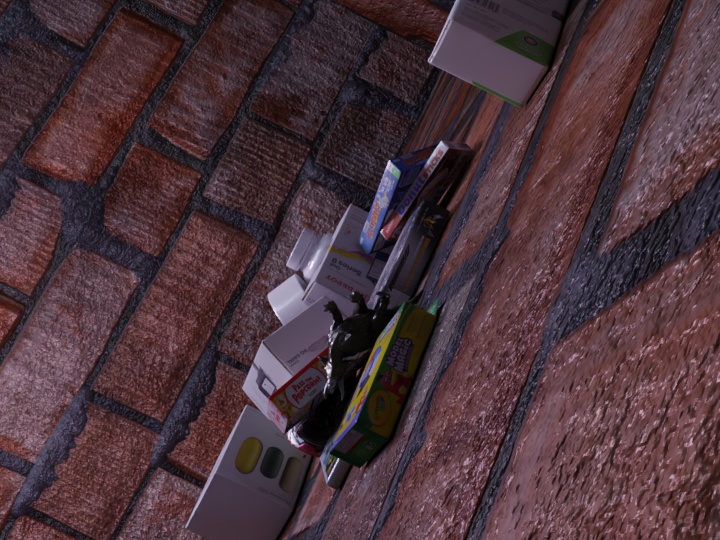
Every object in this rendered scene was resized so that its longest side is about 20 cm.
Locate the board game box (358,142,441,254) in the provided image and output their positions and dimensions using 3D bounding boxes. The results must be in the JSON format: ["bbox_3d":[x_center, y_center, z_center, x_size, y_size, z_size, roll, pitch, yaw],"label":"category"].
[{"bbox_3d":[0.080,-0.125,1.704,0.135,0.034,0.200,-22,-31,-36],"label":"board game box"}]

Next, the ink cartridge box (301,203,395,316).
[{"bbox_3d":[0.000,0.000,1.777,0.200,0.145,0.088,-65,5,-35],"label":"ink cartridge box"}]

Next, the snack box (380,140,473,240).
[{"bbox_3d":[0.111,-0.133,1.662,0.072,0.024,0.200,-3,-46,-49],"label":"snack box"}]

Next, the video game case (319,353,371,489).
[{"bbox_3d":[-0.005,0.203,1.370,0.182,0.022,0.200,-64,4,-3],"label":"video game case"}]

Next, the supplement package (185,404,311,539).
[{"bbox_3d":[-0.191,0.380,1.754,0.151,0.152,0.200,-61,4,29],"label":"supplement package"}]

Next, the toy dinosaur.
[{"bbox_3d":[0.003,0.081,1.387,0.200,0.077,0.102,-39,-36,-25],"label":"toy dinosaur"}]

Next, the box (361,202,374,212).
[{"bbox_3d":[0.039,-0.099,2.000,0.193,0.048,0.200,-31,-9,-21],"label":"box"}]

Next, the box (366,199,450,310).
[{"bbox_3d":[0.068,-0.001,1.572,0.200,0.048,0.158,-64,2,-14],"label":"box"}]

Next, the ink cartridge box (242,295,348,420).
[{"bbox_3d":[-0.103,0.147,1.625,0.145,0.083,0.200,-37,-13,-31],"label":"ink cartridge box"}]

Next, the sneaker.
[{"bbox_3d":[-0.061,0.221,1.597,0.075,0.081,0.200,-59,5,37],"label":"sneaker"}]

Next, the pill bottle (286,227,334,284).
[{"bbox_3d":[-0.037,-0.003,1.905,0.112,0.200,0.112,-63,4,8],"label":"pill bottle"}]

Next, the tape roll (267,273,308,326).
[{"bbox_3d":[-0.096,0.105,1.909,0.071,0.202,0.202,-37,5,2],"label":"tape roll"}]

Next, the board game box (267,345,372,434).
[{"bbox_3d":[-0.053,0.160,1.498,0.200,0.046,0.152,-40,-9,-17],"label":"board game box"}]

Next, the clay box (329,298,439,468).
[{"bbox_3d":[0.031,0.126,1.174,0.200,0.048,0.115,-67,5,-34],"label":"clay box"}]

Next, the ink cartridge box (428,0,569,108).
[{"bbox_3d":[0.196,-0.338,1.348,0.084,0.145,0.200,118,177,-49],"label":"ink cartridge box"}]
